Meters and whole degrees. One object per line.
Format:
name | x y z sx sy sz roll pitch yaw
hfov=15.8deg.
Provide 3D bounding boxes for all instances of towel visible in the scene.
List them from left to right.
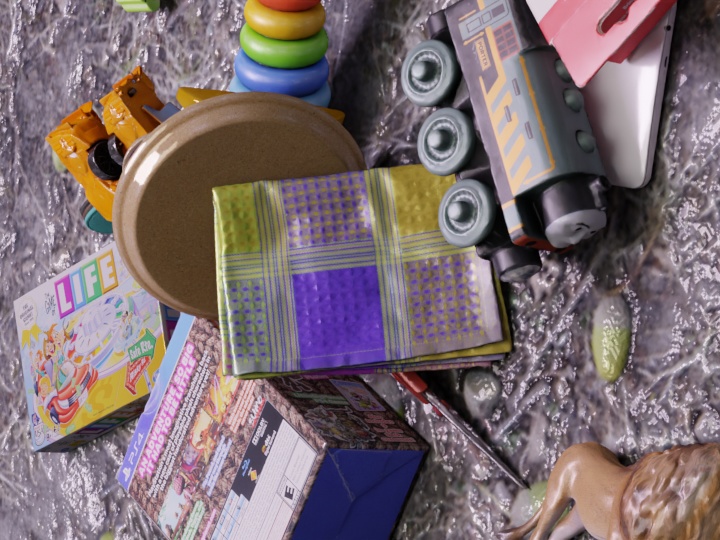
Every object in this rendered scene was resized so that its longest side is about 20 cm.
towel | 0.000 0.000 1.781 0.023 0.200 0.144 72 -166 -82

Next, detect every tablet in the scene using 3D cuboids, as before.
tablet | 0.130 -0.131 1.742 0.200 0.014 0.130 13 96 49

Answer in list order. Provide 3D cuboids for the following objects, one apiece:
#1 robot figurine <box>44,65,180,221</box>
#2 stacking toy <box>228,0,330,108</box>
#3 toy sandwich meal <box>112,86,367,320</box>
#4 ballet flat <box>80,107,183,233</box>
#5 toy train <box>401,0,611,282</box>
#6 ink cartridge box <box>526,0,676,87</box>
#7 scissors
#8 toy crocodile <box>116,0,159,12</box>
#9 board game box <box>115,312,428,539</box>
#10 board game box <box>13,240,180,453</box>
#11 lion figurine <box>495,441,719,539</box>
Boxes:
robot figurine | -0.137 -0.052 1.952 0.200 0.058 0.145 49 137 -14
stacking toy | -0.057 -0.170 1.866 0.085 0.085 0.200 41 136 44
toy sandwich meal | -0.080 -0.052 1.844 0.205 0.205 0.070 -64 25 24
ballet flat | -0.141 -0.089 2.026 0.200 0.068 0.068 -22 60 36
toy train | 0.099 -0.095 1.706 0.114 0.085 0.200 -29 64 34
ink cartridge box | 0.156 -0.217 1.663 0.116 0.067 0.200 -49 48 32
scissors | 0.051 0.090 1.808 0.014 0.073 0.200 -45 70 -7
toy crocodile | -0.174 -0.308 2.091 0.068 0.062 0.200 -2 90 49
board game box | -0.068 0.140 1.885 0.200 0.097 0.159 43 118 43
board game box | -0.208 0.057 2.107 0.200 0.034 0.134 -28 65 45
lion figurine | 0.160 0.148 1.637 0.200 0.072 0.123 22 96 53
